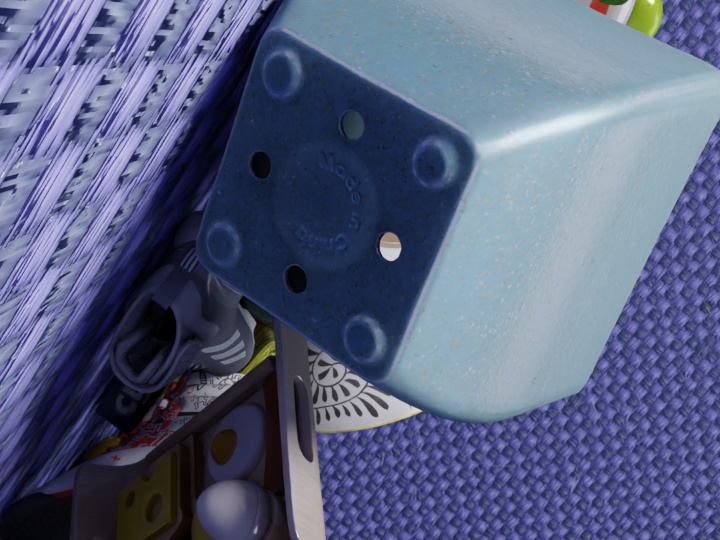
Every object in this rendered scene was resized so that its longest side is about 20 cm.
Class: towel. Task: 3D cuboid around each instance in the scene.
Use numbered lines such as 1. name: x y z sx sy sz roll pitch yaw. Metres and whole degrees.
1. towel: -0.108 0.054 0.917 0.086 0.018 0.200 -47 -157 6

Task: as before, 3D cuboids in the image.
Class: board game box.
1. board game box: -0.120 0.023 0.845 0.202 0.034 0.135 -56 -179 2

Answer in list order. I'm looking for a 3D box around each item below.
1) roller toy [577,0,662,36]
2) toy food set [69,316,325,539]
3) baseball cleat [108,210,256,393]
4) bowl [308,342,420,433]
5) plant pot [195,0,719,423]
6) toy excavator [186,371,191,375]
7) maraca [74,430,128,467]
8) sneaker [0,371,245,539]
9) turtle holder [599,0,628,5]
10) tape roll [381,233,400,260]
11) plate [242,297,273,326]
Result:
1. roller toy: 0.164 -0.281 0.984 0.180 0.202 0.140 -13 -155 30
2. toy food set: -0.096 0.123 0.591 0.199 0.060 0.145 -38 -138 29
3. baseball cleat: -0.112 0.036 0.680 0.107 0.069 0.201 -50 167 -25
4. bowl: 0.004 0.050 0.957 0.197 0.096 0.201 -15 -162 5
5. plant pot: 0.033 -0.044 0.543 0.199 0.195 0.198 -17 135 -58
6. toy excavator: -0.154 0.108 1.084 0.199 0.100 0.196 -38 -163 34
7. maraca: -0.199 0.203 0.891 0.138 0.106 0.201 -52 -178 39
8. sneaker: -0.141 0.131 0.747 0.108 0.198 0.068 -120 -160 -56
9. turtle holder: 0.144 -0.252 0.666 0.184 0.140 0.134 13 -97 49
10. tape roll: 0.028 -0.070 0.728 0.204 0.201 0.037 -55 -138 12
11. plate: 0.000 0.000 0.902 0.201 0.196 0.026 -58 145 -64
